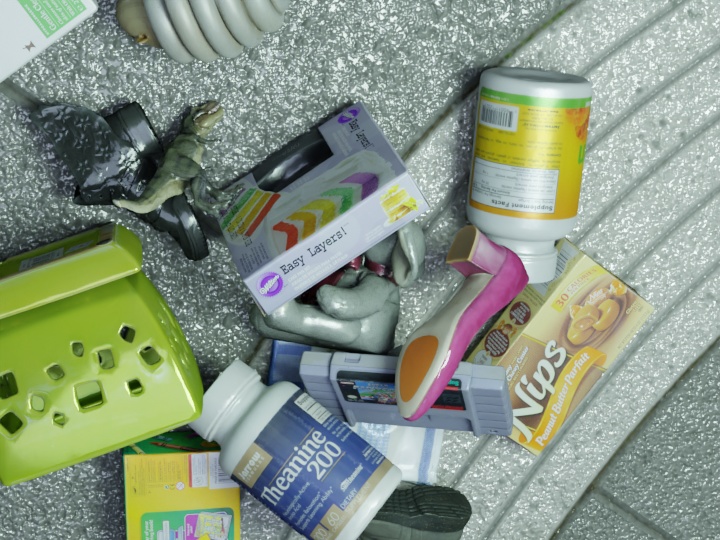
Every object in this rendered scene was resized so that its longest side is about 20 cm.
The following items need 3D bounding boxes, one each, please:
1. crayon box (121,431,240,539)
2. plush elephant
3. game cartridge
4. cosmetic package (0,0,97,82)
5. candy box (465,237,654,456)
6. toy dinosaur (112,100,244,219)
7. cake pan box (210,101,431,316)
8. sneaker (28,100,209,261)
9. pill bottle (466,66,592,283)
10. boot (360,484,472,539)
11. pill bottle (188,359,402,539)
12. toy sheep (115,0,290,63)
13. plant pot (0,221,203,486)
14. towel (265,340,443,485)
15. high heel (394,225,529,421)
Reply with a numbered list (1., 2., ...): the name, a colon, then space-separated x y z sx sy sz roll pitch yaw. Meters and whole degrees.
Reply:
1. crayon box: -0.183 0.268 1.707 0.118 0.058 0.201 -2 105 -9
2. plush elephant: 0.000 0.000 1.617 0.199 0.165 0.156 11 82 0
3. game cartridge: 0.046 0.122 1.624 0.199 0.130 0.039 4 68 12
4. cosmetic package: -0.352 -0.227 1.528 0.200 0.085 0.108 -38 109 0
5. candy box: 0.196 0.080 1.714 0.115 0.055 0.200 35 98 -29
6. toy dinosaur: -0.158 -0.086 1.557 0.088 0.200 0.048 33 127 -3
7. cake pan box: -0.043 -0.064 1.568 0.184 0.200 0.052 -31 119 3
8. sneaker: -0.231 -0.084 1.604 0.104 0.060 0.201 -26 103 -4
9. pill bottle: 0.163 -0.094 1.640 0.110 0.111 0.201 3 105 -11
10. boot: 0.011 0.283 1.733 0.199 0.068 0.131 12 120 -12
11. pill bottle: -0.067 0.180 1.618 0.200 0.111 0.111 38 97 6
12. toy sheep: -0.133 -0.262 1.535 0.199 0.138 0.138 -17 108 14
13. plant pot: -0.269 0.068 1.570 0.198 0.200 0.182 -19 102 -4
14. towel: -0.005 0.147 1.724 0.199 0.024 0.148 8 103 -12
15. high heel: 0.099 0.063 1.562 0.096 0.067 0.201 36 61 -34
